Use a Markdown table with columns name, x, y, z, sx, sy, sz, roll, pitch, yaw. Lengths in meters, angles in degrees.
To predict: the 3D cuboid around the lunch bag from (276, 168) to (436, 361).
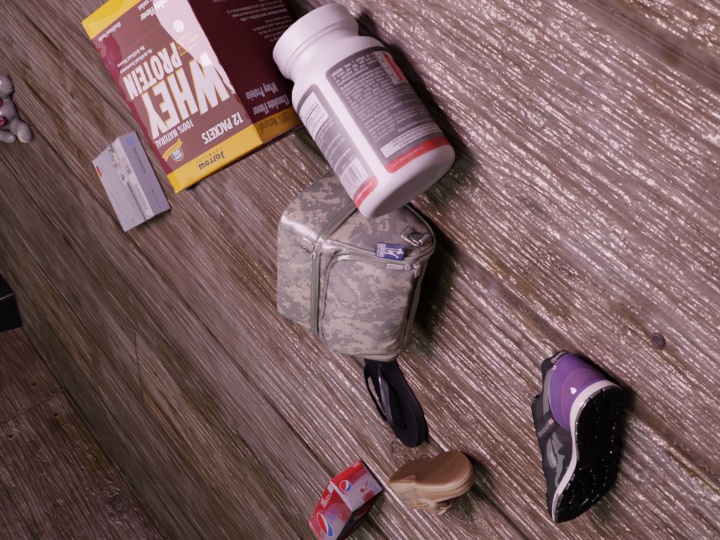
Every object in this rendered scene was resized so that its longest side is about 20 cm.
| name | x | y | z | sx | sy | sz | roll | pitch | yaw |
| --- | --- | --- | --- | --- | --- | --- | --- | --- | --- |
| lunch bag | 0.000 | 0.000 | 0.991 | 0.167 | 0.139 | 0.201 | 29 | 139 | 19 |

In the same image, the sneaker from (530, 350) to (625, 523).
| name | x | y | z | sx | sy | sz | roll | pitch | yaw |
| --- | --- | --- | --- | --- | --- | --- | --- | --- | --- |
| sneaker | 0.217 | 0.170 | 0.871 | 0.088 | 0.075 | 0.202 | 49 | 146 | 48 |

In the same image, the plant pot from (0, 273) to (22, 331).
| name | x | y | z | sx | sy | sz | roll | pitch | yaw |
| --- | --- | --- | --- | --- | --- | --- | --- | --- | --- |
| plant pot | -1.424 | 0.124 | 3.183 | 0.200 | 0.176 | 0.201 | 45 | 145 | 27 |

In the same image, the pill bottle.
| name | x | y | z | sx | sy | sz | roll | pitch | yaw |
| --- | --- | --- | --- | --- | --- | --- | --- | --- | --- |
| pill bottle | 0.000 | -0.166 | 0.868 | 0.201 | 0.115 | 0.116 | 58 | 149 | 8 |

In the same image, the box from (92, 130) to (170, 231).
| name | x | y | z | sx | sy | sz | roll | pitch | yaw |
| --- | --- | --- | --- | --- | --- | --- | --- | --- | --- |
| box | -0.443 | -0.166 | 1.609 | 0.199 | 0.041 | 0.157 | -13 | 102 | 58 |

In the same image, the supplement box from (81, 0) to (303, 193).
| name | x | y | z | sx | sy | sz | roll | pitch | yaw |
| --- | --- | --- | --- | --- | --- | --- | --- | --- | --- |
| supplement box | -0.155 | -0.225 | 0.927 | 0.132 | 0.197 | 0.201 | -23 | 101 | 30 |

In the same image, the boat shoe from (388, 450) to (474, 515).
| name | x | y | z | sx | sy | sz | roll | pitch | yaw |
| --- | --- | --- | --- | --- | --- | --- | --- | --- | --- |
| boat shoe | 0.105 | 0.288 | 1.123 | 0.065 | 0.071 | 0.200 | 55 | 157 | 0 |

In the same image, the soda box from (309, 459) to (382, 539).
| name | x | y | z | sx | sy | sz | roll | pitch | yaw |
| --- | --- | --- | --- | --- | --- | --- | --- | --- | --- |
| soda box | -0.028 | 0.394 | 1.397 | 0.064 | 0.070 | 0.201 | 49 | 147 | 20 |

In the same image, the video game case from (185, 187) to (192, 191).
| name | x | y | z | sx | sy | sz | roll | pitch | yaw |
| --- | --- | --- | --- | --- | --- | --- | --- | --- | --- |
| video game case | -0.306 | -0.241 | 1.364 | 0.201 | 0.019 | 0.143 | 62 | 150 | -2 |

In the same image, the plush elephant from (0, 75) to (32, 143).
| name | x | y | z | sx | sy | sz | roll | pitch | yaw |
| --- | --- | --- | --- | --- | --- | --- | --- | --- | --- |
| plush elephant | -0.927 | -0.379 | 2.055 | 0.199 | 0.154 | 0.166 | 16 | 127 | 50 |

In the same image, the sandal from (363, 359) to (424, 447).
| name | x | y | z | sx | sy | sz | roll | pitch | yaw |
| --- | --- | --- | --- | --- | --- | --- | --- | --- | --- |
| sandal | 0.028 | 0.154 | 1.150 | 0.076 | 0.043 | 0.202 | -12 | 103 | 59 |
